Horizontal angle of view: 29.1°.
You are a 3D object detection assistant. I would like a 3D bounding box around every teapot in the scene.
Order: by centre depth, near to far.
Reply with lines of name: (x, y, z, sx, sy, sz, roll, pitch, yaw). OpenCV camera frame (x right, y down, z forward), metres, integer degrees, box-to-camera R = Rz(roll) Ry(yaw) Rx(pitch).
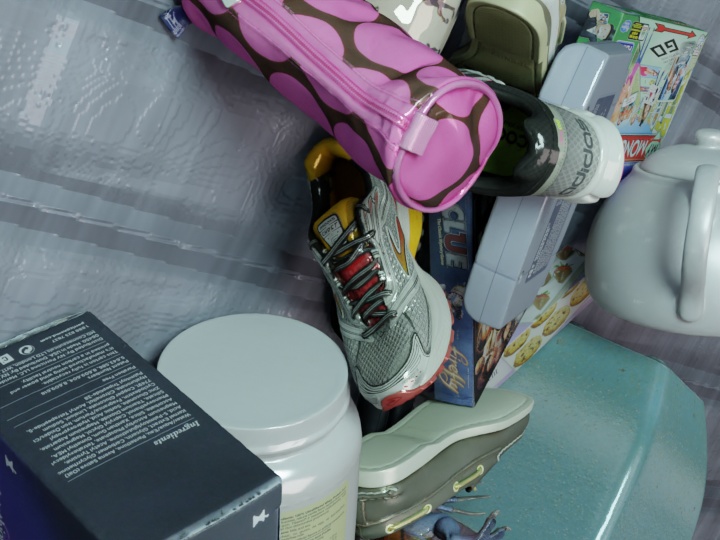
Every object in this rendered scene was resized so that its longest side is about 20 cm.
teapot: (0.272, -0.038, 1.105, 0.196, 0.200, 0.147, -6, 108, -28)

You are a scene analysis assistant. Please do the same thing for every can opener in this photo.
can opener: (0.023, 0.073, 1.048, 0.063, 0.079, 0.201, -29, 146, -19)

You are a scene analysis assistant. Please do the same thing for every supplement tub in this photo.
supplement tub: (-0.073, 0.145, 0.930, 0.145, 0.145, 0.201, -23, 131, -35)

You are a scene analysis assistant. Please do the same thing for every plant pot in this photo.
plant pot: (0.190, 0.162, 1.203, 0.196, 0.195, 0.201, 37, 79, -52)

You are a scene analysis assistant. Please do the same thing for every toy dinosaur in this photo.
toy dinosaur: (0.036, 0.196, 1.063, 0.199, 0.181, 0.106, 25, 82, -35)

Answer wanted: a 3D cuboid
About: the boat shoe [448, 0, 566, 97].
boat shoe: (0.105, -0.162, 0.920, 0.200, 0.074, 0.069, 99, 16, -80)

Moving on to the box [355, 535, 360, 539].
box: (-0.083, 0.308, 1.113, 0.200, 0.049, 0.162, -31, 137, -31)

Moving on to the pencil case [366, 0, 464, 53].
pencil case: (0.024, -0.183, 0.851, 0.201, 0.089, 0.078, -64, 172, 4)

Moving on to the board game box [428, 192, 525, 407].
board game box: (0.093, -0.015, 1.045, 0.136, 0.034, 0.201, -55, 150, -44)

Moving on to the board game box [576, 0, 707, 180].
board game box: (0.206, -0.136, 1.097, 0.200, 0.029, 0.135, -9, 123, -58)

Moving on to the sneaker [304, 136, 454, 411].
sneaker: (0.000, 0.000, 0.895, 0.078, 0.201, 0.082, -32, 141, 24)

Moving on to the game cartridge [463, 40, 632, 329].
game cartridge: (0.129, -0.062, 0.959, 0.133, 0.041, 0.201, -32, 144, -70)

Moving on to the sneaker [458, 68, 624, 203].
sneaker: (0.064, -0.090, 0.871, 0.087, 0.199, 0.074, 6, 102, -48)

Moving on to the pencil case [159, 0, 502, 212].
pencil case: (-0.016, -0.118, 0.763, 0.091, 0.200, 0.094, -50, 154, 0)

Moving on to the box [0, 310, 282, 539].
box: (-0.144, 0.143, 0.806, 0.104, 0.200, 0.149, -24, 132, -35)

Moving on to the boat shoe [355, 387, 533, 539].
boat shoe: (0.060, 0.140, 1.046, 0.201, 0.072, 0.061, -19, 112, -45)

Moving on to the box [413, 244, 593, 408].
box: (0.125, 0.056, 1.167, 0.200, 0.039, 0.042, -39, 138, -22)
